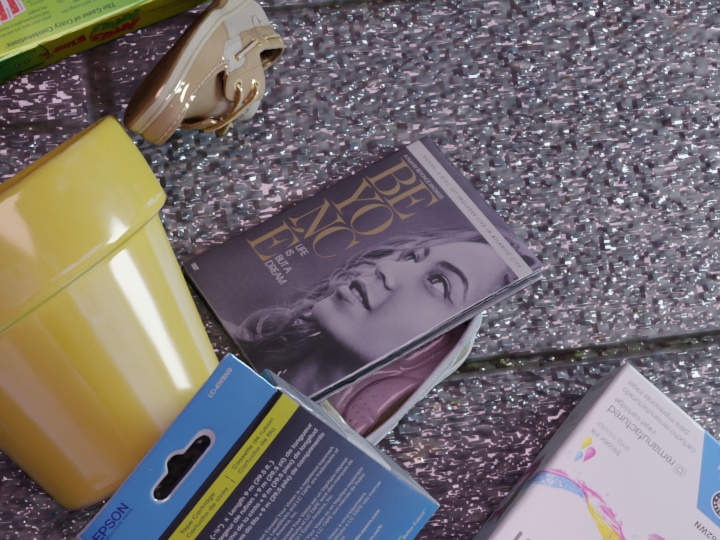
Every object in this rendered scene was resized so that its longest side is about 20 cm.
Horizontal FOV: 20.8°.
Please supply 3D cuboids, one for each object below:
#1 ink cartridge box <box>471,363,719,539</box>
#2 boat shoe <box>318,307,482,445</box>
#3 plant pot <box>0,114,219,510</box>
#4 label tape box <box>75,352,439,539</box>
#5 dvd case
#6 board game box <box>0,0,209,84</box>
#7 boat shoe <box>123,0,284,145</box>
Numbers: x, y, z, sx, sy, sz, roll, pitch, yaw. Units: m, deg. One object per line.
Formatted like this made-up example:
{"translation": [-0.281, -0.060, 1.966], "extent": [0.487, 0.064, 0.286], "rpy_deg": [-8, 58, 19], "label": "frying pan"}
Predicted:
{"translation": [0.160, 0.187, 1.284], "extent": [0.144, 0.085, 0.200], "rpy_deg": [40, 75, 1], "label": "ink cartridge box"}
{"translation": [-0.004, 0.081, 1.292], "extent": [0.201, 0.065, 0.075], "rpy_deg": [-33, 84, -15], "label": "boat shoe"}
{"translation": [-0.184, 0.036, 1.219], "extent": [0.200, 0.201, 0.190], "rpy_deg": [-36, 101, -15], "label": "plant pot"}
{"translation": [-0.067, 0.142, 1.200], "extent": [0.200, 0.066, 0.144], "rpy_deg": [39, 91, -34], "label": "label tape box"}
{"translation": [0.000, 0.000, 1.300], "extent": [0.199, 0.016, 0.149], "rpy_deg": [-28, 51, -14], "label": "dvd case"}
{"translation": [-0.199, -0.205, 1.337], "extent": [0.198, 0.048, 0.102], "rpy_deg": [-24, 82, -13], "label": "board game box"}
{"translation": [-0.093, -0.128, 1.281], "extent": [0.069, 0.074, 0.200], "rpy_deg": [43, 31, -10], "label": "boat shoe"}
